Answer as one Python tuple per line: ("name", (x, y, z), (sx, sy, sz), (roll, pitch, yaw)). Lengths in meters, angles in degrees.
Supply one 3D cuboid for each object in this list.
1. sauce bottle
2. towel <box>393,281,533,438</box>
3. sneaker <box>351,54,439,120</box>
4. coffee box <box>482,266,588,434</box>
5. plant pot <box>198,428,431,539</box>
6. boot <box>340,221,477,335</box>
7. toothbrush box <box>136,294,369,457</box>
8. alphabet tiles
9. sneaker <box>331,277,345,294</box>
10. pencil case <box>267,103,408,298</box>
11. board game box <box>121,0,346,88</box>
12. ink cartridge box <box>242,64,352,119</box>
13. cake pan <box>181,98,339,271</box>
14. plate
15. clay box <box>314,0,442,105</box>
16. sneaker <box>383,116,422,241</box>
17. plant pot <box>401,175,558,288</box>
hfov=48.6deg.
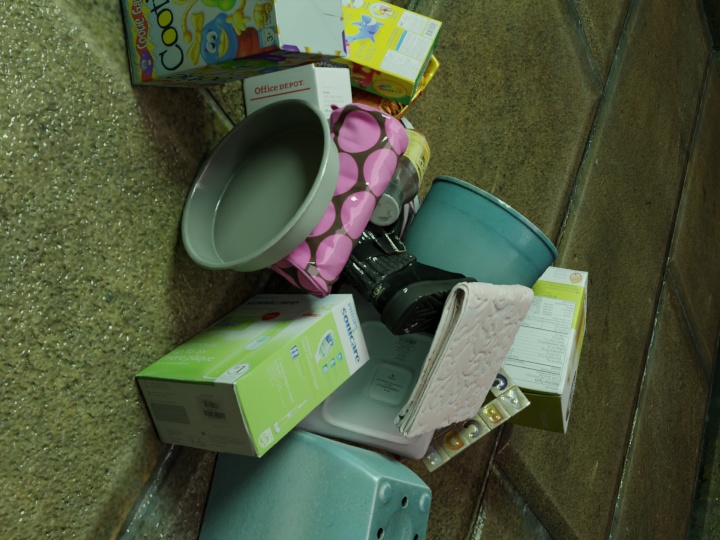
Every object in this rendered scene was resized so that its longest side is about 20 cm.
("sauce bottle", (0.043, -0.112, 0.962), (0.200, 0.066, 0.066), (-68, 141, -57))
("towel", (0.128, 0.102, 0.958), (0.200, 0.032, 0.191), (3, 114, -59))
("sneaker", (0.039, -0.229, 1.029), (0.073, 0.077, 0.200), (46, 51, -21))
("coffee box", (0.232, 0.116, 1.227), (0.200, 0.200, 0.198), (62, 41, -59))
("plant pot", (-0.036, 0.284, 0.900), (0.196, 0.200, 0.197), (31, 65, -50))
("boot", (0.046, -0.002, 0.940), (0.079, 0.158, 0.211), (-54, 152, 15))
("toothbrush box", (-0.109, 0.102, 0.851), (0.200, 0.145, 0.086), (-34, 116, -48))
("alphabet tiles", (0.103, 0.174, 1.101), (0.200, 0.167, 0.008), (-32, 150, -9))
("sneaker", (0.000, 0.000, 1.026), (0.076, 0.115, 0.200), (-33, 115, -49))
("pencil case", (-0.031, -0.076, 0.838), (0.094, 0.091, 0.200), (28, 77, -4))
("board game box", (-0.127, -0.247, 0.787), (0.105, 0.200, 0.103), (-15, 101, -54))
("ink cartridge box", (-0.069, -0.170, 0.936), (0.067, 0.116, 0.200), (-15, 101, -52))
("cake pan", (-0.101, -0.083, 0.818), (0.037, 0.200, 0.200), (38, 60, -43))
("plate", (0.033, 0.135, 0.997), (0.199, 0.032, 0.200), (19, 100, -19))
("clay box", (-0.011, -0.292, 0.999), (0.048, 0.200, 0.115), (101, 11, -60))
("sneaker", (0.040, -0.124, 1.116), (0.086, 0.080, 0.200), (-32, 114, -48))
("plant pot", (0.134, 0.005, 1.090), (0.188, 0.200, 0.200), (-56, 136, -5))
